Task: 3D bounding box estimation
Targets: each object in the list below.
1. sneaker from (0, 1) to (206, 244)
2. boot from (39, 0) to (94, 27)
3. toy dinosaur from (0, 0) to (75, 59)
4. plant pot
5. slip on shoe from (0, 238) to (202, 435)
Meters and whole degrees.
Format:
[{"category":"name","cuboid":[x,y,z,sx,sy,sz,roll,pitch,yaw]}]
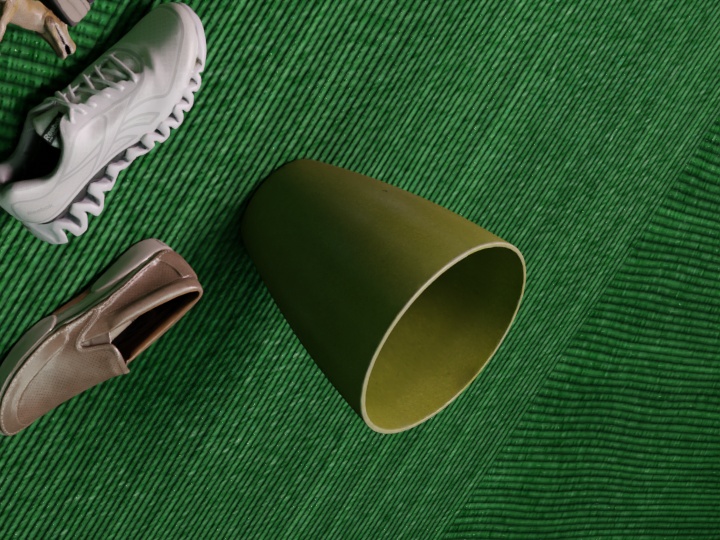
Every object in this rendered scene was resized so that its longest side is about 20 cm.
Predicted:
[{"category":"sneaker","cuboid":[-0.187,-0.112,1.743,0.200,0.075,0.081,-52,143,2]},{"category":"boot","cuboid":[-0.163,-0.251,1.506,0.151,0.073,0.200,-42,152,-10]},{"category":"toy dinosaur","cuboid":[-0.244,-0.201,1.585,0.101,0.058,0.200,-55,151,-29]},{"category":"plant pot","cuboid":[0.000,0.000,2.004,0.187,0.200,0.187,-36,149,-26]},{"category":"slip on shoe","cuboid":[-0.209,0.061,1.919,0.200,0.061,0.076,-42,151,-16]}]
